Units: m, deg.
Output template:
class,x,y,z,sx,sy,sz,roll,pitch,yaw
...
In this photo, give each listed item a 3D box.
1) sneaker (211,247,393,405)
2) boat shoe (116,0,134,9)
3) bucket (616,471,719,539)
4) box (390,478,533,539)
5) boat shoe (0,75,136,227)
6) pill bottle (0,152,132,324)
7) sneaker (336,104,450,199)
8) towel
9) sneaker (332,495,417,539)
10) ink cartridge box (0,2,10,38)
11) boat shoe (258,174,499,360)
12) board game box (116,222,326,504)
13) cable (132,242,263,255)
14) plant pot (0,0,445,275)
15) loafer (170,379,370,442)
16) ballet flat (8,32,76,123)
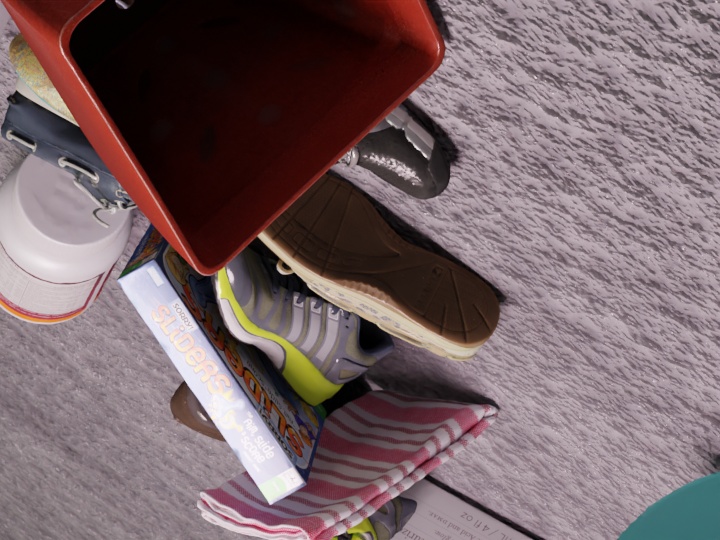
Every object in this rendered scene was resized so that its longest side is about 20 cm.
class,x,y,z,sx,sy,sz,roll,pitch,yaw
sneaker,-0.047,0.020,1.641,0.200,0.081,0.074,46,-159,-50
boat shoe,-0.138,-0.147,1.489,0.072,0.072,0.200,11,145,48
bucket,0.255,0.234,1.475,0.207,0.207,0.135,5,135,53
box,0.065,0.287,1.939,0.198,0.131,0.200,27,155,24
boat shoe,-0.186,-0.077,1.669,0.200,0.062,0.075,31,-161,19
pill bottle,-0.241,-0.033,1.812,0.109,0.110,0.200,38,157,-1
sneaker,-0.050,-0.079,1.430,0.200,0.116,0.075,35,157,8
towel,-0.009,0.142,1.703,0.146,0.200,0.030,5,121,51
sneaker,-0.029,0.154,1.887,0.200,0.081,0.074,55,150,23
ink cartridge box,-0.357,-0.176,1.647,0.200,0.147,0.083,19,175,39
boat shoe,0.000,0.000,1.563,0.200,0.073,0.063,35,155,5
board game box,-0.098,0.059,1.669,0.200,0.034,0.135,57,-165,-14
cable,-0.107,0.029,1.807,0.163,0.051,0.200,36,157,5
plant pot,-0.105,-0.157,1.287,0.176,0.200,0.200,33,160,41
loafer,-0.067,0.110,1.800,0.200,0.073,0.071,20,160,-37
ballet flat,-0.153,-0.116,1.588,0.200,0.071,0.071,38,158,-5
